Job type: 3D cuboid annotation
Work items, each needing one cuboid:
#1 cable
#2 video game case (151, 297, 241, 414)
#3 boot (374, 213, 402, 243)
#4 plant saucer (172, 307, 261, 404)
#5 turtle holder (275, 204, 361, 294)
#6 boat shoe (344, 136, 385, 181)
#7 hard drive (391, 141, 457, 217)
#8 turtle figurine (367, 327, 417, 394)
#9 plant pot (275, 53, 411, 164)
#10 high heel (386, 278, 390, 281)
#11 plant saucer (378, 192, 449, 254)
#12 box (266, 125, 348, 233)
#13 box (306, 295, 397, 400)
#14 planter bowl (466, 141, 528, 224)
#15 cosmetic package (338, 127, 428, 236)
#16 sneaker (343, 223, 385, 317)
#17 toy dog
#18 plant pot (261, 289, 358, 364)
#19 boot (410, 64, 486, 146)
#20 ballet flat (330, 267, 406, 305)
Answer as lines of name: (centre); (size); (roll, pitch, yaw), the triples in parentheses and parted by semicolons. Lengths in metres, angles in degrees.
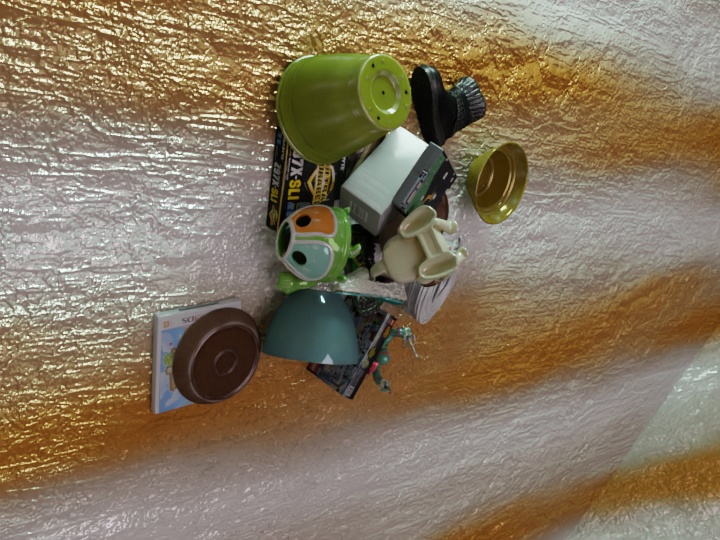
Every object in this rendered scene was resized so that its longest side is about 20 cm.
cable: (0.167, 0.023, 1.766); (0.201, 0.068, 0.201); (-55, 160, -23)
video game case: (-0.314, 0.162, 1.440); (0.180, 0.022, 0.204); (-11, 116, -41)
boot: (0.097, -0.138, 1.673); (0.198, 0.070, 0.149); (-11, 122, -40)
plant saucer: (-0.267, 0.172, 1.451); (0.198, 0.034, 0.204); (-20, 121, -38)
turtle holder: (-0.096, -0.045, 1.426); (0.130, 0.185, 0.144); (4, 71, -30)
boat shoe: (0.000, -0.251, 1.519); (0.202, 0.064, 0.073); (-60, 169, 19)
hard drive: (0.130, -0.164, 1.498); (0.141, 0.038, 0.200); (-57, 164, 2)
turtle figurine: (0.052, 0.179, 1.681); (0.100, 0.200, 0.151); (30, 99, -18)
plant pot: (-0.017, -0.301, 1.342); (0.198, 0.191, 0.205); (-1, 91, -42)
high heel: (0.093, -0.032, 1.709); (0.200, 0.067, 0.097); (-48, 147, -38)
plant saucer: (0.109, -0.105, 1.626); (0.198, 0.037, 0.203); (-23, 130, -30)
box: (-0.100, -0.180, 1.467); (0.158, 0.049, 0.204); (-6, 114, -40)
box: (-0.021, 0.162, 1.641); (0.040, 0.136, 0.202); (33, 86, -46)
planter bowl: (0.316, -0.221, 1.825); (0.198, 0.083, 0.204); (-20, 122, -36)
cosmetic package: (0.055, -0.184, 1.506); (0.200, 0.106, 0.091); (-47, 165, -26)
sneaker: (0.000, 0.000, 1.596); (0.077, 0.085, 0.204); (-13, 99, -30)
toy dog: (0.126, -0.022, 1.512); (0.193, 0.141, 0.200); (-37, 168, 12)
plant pot: (-0.095, 0.108, 1.518); (0.198, 0.198, 0.138); (8, 89, -45)
boot: (0.193, -0.384, 1.628); (0.157, 0.079, 0.213); (-37, 142, -17)
ballet flat: (0.016, 0.027, 1.521); (0.198, 0.071, 0.073); (11, 102, -44)
